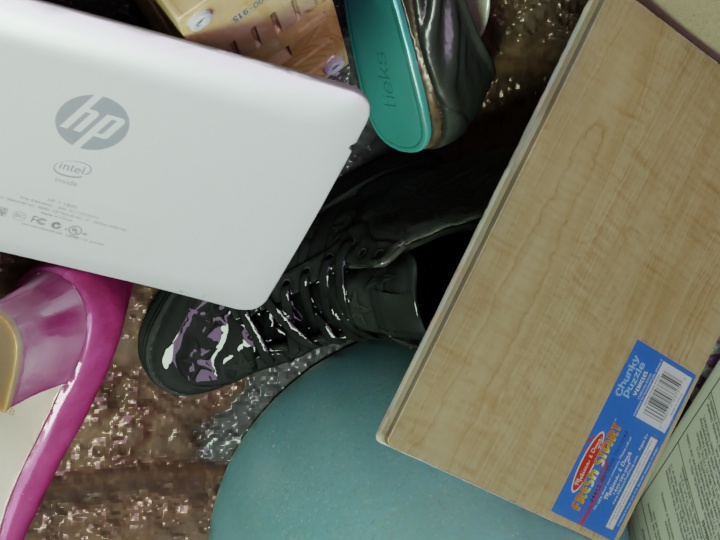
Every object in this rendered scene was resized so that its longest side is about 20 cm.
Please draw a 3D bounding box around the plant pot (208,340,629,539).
[{"bbox_3d":[0.044,0.145,0.915,0.199,0.135,0.201,-8,113,-18],"label":"plant pot"}]

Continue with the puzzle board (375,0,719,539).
[{"bbox_3d":[0.100,0.003,0.830,0.150,0.017,0.201,28,88,-40],"label":"puzzle board"}]

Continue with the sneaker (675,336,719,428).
[{"bbox_3d":[0.170,0.023,0.955,0.114,0.073,0.201,-23,117,-8],"label":"sneaker"}]

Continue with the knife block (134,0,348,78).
[{"bbox_3d":[-0.085,-0.161,0.797,0.064,0.176,0.200,-34,163,-4],"label":"knife block"}]

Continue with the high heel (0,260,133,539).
[{"bbox_3d":[-0.152,0.081,0.870,0.096,0.067,0.201,-29,141,-56],"label":"high heel"}]

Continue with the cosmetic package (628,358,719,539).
[{"bbox_3d":[0.181,0.133,0.932,0.087,0.104,0.200,2,142,-18],"label":"cosmetic package"}]

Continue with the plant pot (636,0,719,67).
[{"bbox_3d":[0.130,-0.182,0.812,0.187,0.187,0.201,-31,132,-7],"label":"plant pot"}]

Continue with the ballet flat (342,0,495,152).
[{"bbox_3d":[0.015,-0.145,0.834,0.068,0.068,0.201,-38,132,-29],"label":"ballet flat"}]

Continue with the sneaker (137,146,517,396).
[{"bbox_3d":[0.001,0.003,0.860,0.199,0.104,0.060,-32,118,-7],"label":"sneaker"}]

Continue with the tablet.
[{"bbox_3d":[-0.109,-0.046,0.772,0.199,0.014,0.130,13,134,-20],"label":"tablet"}]
